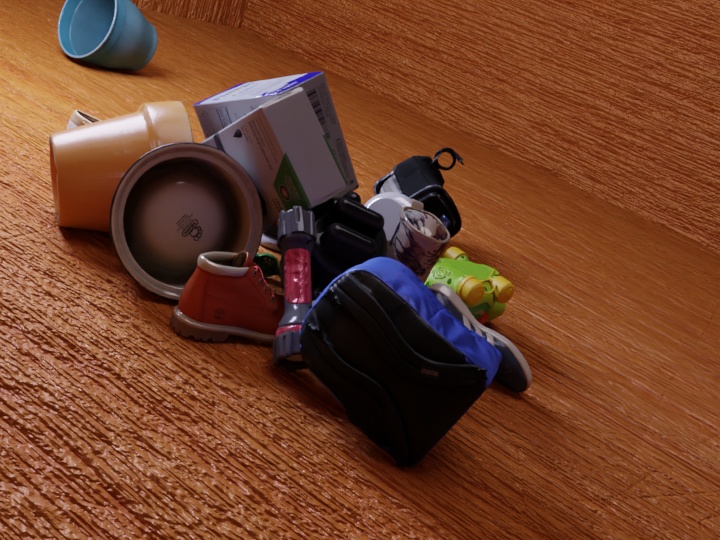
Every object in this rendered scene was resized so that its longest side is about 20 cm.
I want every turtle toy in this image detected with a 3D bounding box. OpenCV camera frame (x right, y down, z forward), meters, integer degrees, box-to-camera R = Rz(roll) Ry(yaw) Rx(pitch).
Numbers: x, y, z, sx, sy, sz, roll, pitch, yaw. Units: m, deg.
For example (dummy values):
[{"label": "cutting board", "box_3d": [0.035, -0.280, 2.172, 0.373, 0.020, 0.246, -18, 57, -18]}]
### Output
[{"label": "turtle toy", "box_3d": [0.166, 0.035, 1.433, 0.198, 0.102, 0.145, 3, 25, -44]}]

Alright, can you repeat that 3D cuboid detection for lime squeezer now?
[{"label": "lime squeezer", "box_3d": [-0.156, 0.003, 1.310, 0.198, 0.038, 0.071, 11, 52, -30]}]

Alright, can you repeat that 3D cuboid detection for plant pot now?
[{"label": "plant pot", "box_3d": [-0.338, -0.133, 1.265, 0.181, 0.203, 0.200, -6, 27, -21]}, {"label": "plant pot", "box_3d": [-0.620, -0.596, 2.255, 0.199, 0.202, 0.187, 31, 6, 30]}]

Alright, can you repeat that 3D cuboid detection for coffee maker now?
[{"label": "coffee maker", "box_3d": [0.125, -0.147, 1.759, 0.134, 0.193, 0.200, 31, 16, -20]}]

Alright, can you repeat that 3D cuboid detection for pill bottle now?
[{"label": "pill bottle", "box_3d": [0.055, -0.065, 1.491, 0.110, 0.112, 0.200, 25, -3, 13]}]

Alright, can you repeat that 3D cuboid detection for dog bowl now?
[{"label": "dog bowl", "box_3d": [-0.231, -0.064, 1.169, 0.197, 0.203, 0.074, 11, 1, -25]}]

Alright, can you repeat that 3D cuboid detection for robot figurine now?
[{"label": "robot figurine", "box_3d": [-0.040, -0.023, 1.240, 0.149, 0.200, 0.126, -28, 80, -31]}]

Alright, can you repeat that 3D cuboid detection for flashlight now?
[{"label": "flashlight", "box_3d": [-0.076, 0.019, 1.102, 0.067, 0.203, 0.068, -18, -28, 31]}]

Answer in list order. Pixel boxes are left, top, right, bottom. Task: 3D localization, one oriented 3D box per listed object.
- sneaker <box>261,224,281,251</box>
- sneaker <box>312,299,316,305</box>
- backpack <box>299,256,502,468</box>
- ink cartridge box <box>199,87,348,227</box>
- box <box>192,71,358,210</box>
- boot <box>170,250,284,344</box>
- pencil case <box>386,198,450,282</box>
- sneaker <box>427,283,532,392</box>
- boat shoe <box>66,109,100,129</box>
[{"label": "sneaker", "box_3d": [-0.068, -0.077, 1.480, 0.197, 0.113, 0.078, 14, 19, -19]}, {"label": "sneaker", "box_3d": [0.017, 0.091, 1.151, 0.198, 0.076, 0.100, 20, 19, -15]}, {"label": "backpack", "box_3d": [0.036, 0.089, 1.010, 0.199, 0.163, 0.168, 40, 17, 5]}, {"label": "ink cartridge box", "box_3d": [-0.130, -0.139, 1.223, 0.083, 0.148, 0.199, -33, 10, -39]}, {"label": "box", "box_3d": [-0.125, -0.185, 1.338, 0.198, 0.186, 0.105, 4, 31, 43]}, {"label": "boot", "box_3d": [-0.132, 0.031, 1.126, 0.198, 0.109, 0.075, 6, 20, -43]}, {"label": "pencil case", "box_3d": [0.055, 0.003, 1.264, 0.077, 0.201, 0.090, 19, 34, -12]}, {"label": "sneaker", "box_3d": [0.147, 0.113, 1.255, 0.199, 0.075, 0.085, 41, 56, 7]}, {"label": "boat shoe", "box_3d": [-0.427, -0.235, 1.611, 0.197, 0.070, 0.074, 14, 19, -19]}]
